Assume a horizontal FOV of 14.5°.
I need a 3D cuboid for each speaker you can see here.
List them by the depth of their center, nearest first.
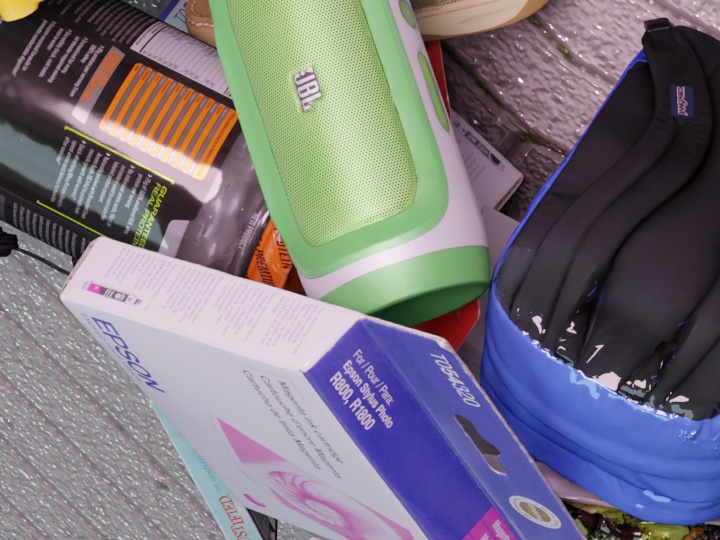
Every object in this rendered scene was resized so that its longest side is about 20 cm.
[{"bbox_3d":[-0.008,-0.075,1.249,0.088,0.088,0.200,-35,70,55],"label":"speaker"}]

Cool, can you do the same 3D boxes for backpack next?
[{"bbox_3d":[0.153,0.021,1.302,0.162,0.200,0.168,25,143,19],"label":"backpack"}]

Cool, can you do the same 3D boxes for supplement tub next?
[{"bbox_3d":[-0.108,-0.058,1.358,0.200,0.123,0.123,28,144,6],"label":"supplement tub"}]

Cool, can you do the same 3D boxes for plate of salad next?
[{"bbox_3d":[0.108,0.121,1.383,0.200,0.048,0.200,10,176,1],"label":"plate of salad"}]

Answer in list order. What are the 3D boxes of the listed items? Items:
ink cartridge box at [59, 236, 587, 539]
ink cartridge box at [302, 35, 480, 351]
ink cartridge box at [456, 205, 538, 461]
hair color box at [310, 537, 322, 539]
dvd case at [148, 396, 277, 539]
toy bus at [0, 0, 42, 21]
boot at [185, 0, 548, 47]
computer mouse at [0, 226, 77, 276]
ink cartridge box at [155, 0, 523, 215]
[{"bbox_3d":[-0.013,0.073,1.273,0.200,0.043,0.196,17,155,37],"label":"ink cartridge box"},{"bbox_3d":[0.000,0.000,1.394,0.050,0.161,0.200,0,151,-16],"label":"ink cartridge box"},{"bbox_3d":[0.071,0.067,1.501,0.145,0.084,0.200,25,149,-14],"label":"ink cartridge box"},{"bbox_3d":[0.041,0.215,1.407,0.200,0.099,0.061,29,171,-39],"label":"hair color box"},{"bbox_3d":[-0.074,0.035,1.462,0.022,0.200,0.146,-12,137,12],"label":"dvd case"},{"bbox_3d":[-0.118,-0.204,1.262,0.192,0.200,0.136,32,149,49],"label":"toy bus"},{"bbox_3d":[-0.019,-0.177,1.337,0.200,0.073,0.156,-6,126,32],"label":"boot"},{"bbox_3d":[-0.159,-0.010,1.570,0.200,0.059,0.034,18,97,22],"label":"computer mouse"},{"bbox_3d":[-0.035,-0.068,1.520,0.200,0.041,0.200,43,146,-4],"label":"ink cartridge box"}]
